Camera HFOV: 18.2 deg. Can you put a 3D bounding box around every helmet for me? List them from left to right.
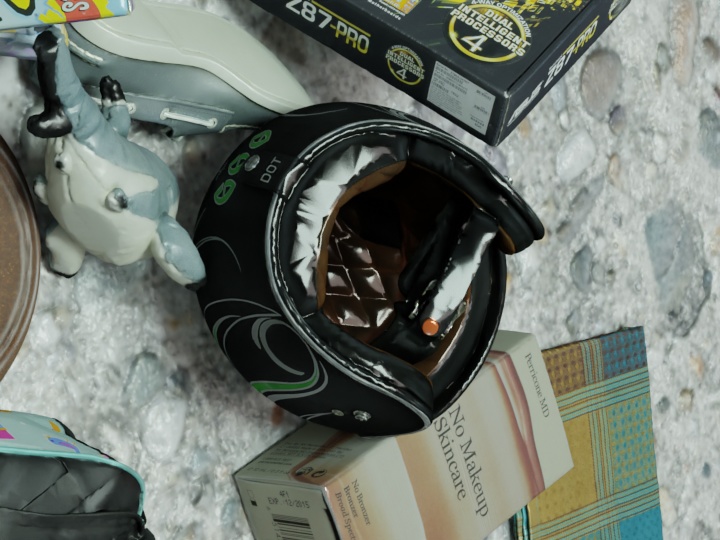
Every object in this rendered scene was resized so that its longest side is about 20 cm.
[{"bbox_3d":[0.000,0.000,1.287,0.198,0.191,0.202,1,84,-14],"label":"helmet"}]

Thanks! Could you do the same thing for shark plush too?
[{"bbox_3d":[-0.146,-0.065,1.200,0.200,0.090,0.084,52,45,-51],"label":"shark plush"}]

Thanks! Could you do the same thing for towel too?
[{"bbox_3d":[0.156,0.149,1.553,0.146,0.022,0.202,-11,98,-43],"label":"towel"}]

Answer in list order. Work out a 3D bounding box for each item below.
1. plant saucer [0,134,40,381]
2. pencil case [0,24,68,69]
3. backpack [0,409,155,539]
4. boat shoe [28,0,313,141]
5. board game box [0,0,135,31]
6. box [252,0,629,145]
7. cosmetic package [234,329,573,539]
[{"bbox_3d":[-0.241,-0.005,1.164,0.199,0.034,0.202,-2,94,-43],"label":"plant saucer"},{"bbox_3d":[-0.184,-0.210,1.172,0.082,0.090,0.202,7,85,-28],"label":"pencil case"},{"bbox_3d":[-0.225,0.146,1.093,0.199,0.153,0.177,11,99,-46],"label":"backpack"},{"bbox_3d":[-0.107,-0.110,1.284,0.199,0.073,0.062,15,124,-49],"label":"boat shoe"},{"bbox_3d":[-0.212,-0.162,1.068,0.198,0.105,0.104,-7,98,-3],"label":"board game box"},{"bbox_3d":[0.043,-0.178,1.317,0.161,0.199,0.049,-44,159,-37],"label":"box"},{"bbox_3d":[0.031,0.124,1.387,0.200,0.087,0.104,-35,113,-37],"label":"cosmetic package"}]
